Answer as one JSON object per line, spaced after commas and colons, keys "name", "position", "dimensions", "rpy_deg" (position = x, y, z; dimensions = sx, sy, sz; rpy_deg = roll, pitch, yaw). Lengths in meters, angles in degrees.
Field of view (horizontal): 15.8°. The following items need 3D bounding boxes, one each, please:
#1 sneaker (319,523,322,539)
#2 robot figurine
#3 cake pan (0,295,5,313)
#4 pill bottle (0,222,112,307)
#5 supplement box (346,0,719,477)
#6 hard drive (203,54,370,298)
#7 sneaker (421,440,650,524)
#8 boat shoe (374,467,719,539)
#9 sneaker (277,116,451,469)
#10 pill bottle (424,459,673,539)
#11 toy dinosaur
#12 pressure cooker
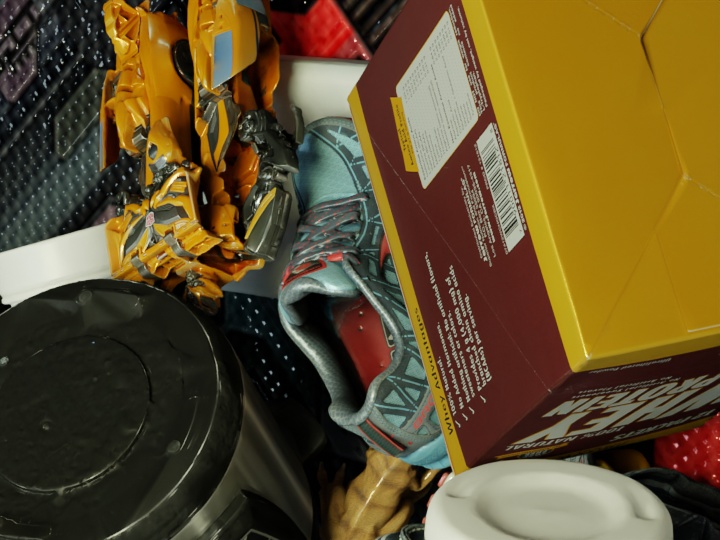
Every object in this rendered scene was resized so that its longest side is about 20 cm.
{"name": "sneaker", "position": [0.012, 0.206, 1.402], "dimensions": [0.199, 0.077, 0.086], "rpy_deg": [33, 115, 29]}
{"name": "robot figurine", "position": [-0.092, -0.068, 1.361], "dimensions": [0.145, 0.058, 0.201], "rpy_deg": [-32, 49, 39]}
{"name": "cake pan", "position": [-0.224, 0.092, 1.519], "dimensions": [0.036, 0.200, 0.202], "rpy_deg": [-6, 98, -1]}
{"name": "pill bottle", "position": [-0.145, 0.078, 1.475], "dimensions": [0.111, 0.111, 0.202], "rpy_deg": [-13, 93, 41]}
{"name": "supplement box", "position": [0.102, -0.035, 1.159], "dimensions": [0.200, 0.132, 0.199], "rpy_deg": [127, 129, -67]}
{"name": "hard drive", "position": [-0.032, -0.049, 1.409], "dimensions": [0.199, 0.027, 0.133], "rpy_deg": [8, 105, 39]}
{"name": "sneaker", "position": [0.096, 0.103, 1.304], "dimensions": [0.082, 0.078, 0.201], "rpy_deg": [41, 123, 24]}
{"name": "boat shoe", "position": [0.102, 0.133, 1.248], "dimensions": [0.091, 0.199, 0.071], "rpy_deg": [-66, 26, 23]}
{"name": "sneaker", "position": [0.000, 0.000, 1.295], "dimensions": [0.079, 0.095, 0.201], "rpy_deg": [-40, 56, 31]}
{"name": "pill bottle", "position": [0.080, 0.196, 1.167], "dimensions": [0.111, 0.111, 0.202], "rpy_deg": [18, 117, 36]}
{"name": "toy dinosaur", "position": [-0.003, 0.139, 1.359], "dimensions": [0.060, 0.106, 0.201], "rpy_deg": [25, 103, -2]}
{"name": "pressure cooker", "position": [-0.112, 0.121, 1.325], "dimensions": [0.174, 0.200, 0.180], "rpy_deg": [-5, 54, 16]}
